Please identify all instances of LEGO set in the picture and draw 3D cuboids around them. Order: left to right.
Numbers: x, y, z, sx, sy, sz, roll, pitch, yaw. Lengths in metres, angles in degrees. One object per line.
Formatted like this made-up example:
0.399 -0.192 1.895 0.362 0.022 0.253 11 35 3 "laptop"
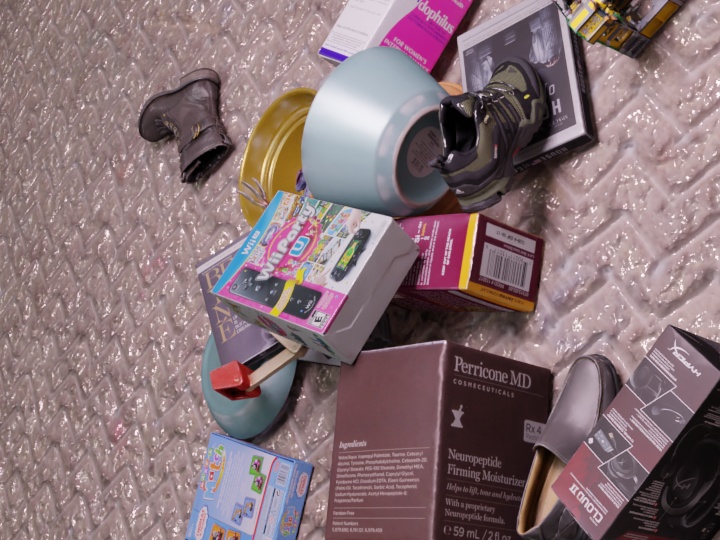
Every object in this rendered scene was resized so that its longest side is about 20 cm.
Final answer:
0.253 -0.322 1.250 0.116 0.153 0.200 -48 48 26 "LEGO set"

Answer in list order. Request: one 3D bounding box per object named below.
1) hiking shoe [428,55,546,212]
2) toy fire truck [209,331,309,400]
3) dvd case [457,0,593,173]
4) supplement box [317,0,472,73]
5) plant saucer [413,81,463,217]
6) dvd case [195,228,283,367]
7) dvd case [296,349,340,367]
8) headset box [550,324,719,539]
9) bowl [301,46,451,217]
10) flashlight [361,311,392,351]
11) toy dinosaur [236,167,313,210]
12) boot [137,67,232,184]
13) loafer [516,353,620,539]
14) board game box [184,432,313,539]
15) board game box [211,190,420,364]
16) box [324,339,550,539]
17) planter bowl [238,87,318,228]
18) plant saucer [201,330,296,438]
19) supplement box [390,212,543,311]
0.134 -0.164 1.273 0.075 0.101 0.201 -8 49 40 "hiking shoe"
-0.098 0.067 1.510 0.199 0.049 0.142 -23 57 17 "toy fire truck"
0.182 -0.209 1.365 0.150 0.025 0.201 -23 58 35 "dvd case"
0.054 -0.321 1.493 0.201 0.101 0.103 -60 34 1 "supplement box"
0.075 -0.138 1.479 0.200 0.037 0.201 -23 59 44 "plant saucer"
-0.140 0.029 1.604 0.148 0.016 0.200 -31 48 12 "dvd case"
-0.051 0.046 1.569 0.200 0.025 0.151 3 79 51 "dvd case"
0.272 0.161 1.043 0.200 0.148 0.077 -58 40 18 "headset box"
0.042 -0.139 1.346 0.105 0.200 0.202 27 97 41 "bowl"
0.000 0.000 1.465 0.068 0.067 0.201 137 127 -58 "flashlight"
-0.064 -0.037 1.474 0.182 0.199 0.105 -62 -2 -11 "toy dinosaur"
-0.281 -0.209 1.903 0.200 0.069 0.175 -34 52 35 "boot"
0.204 0.176 1.178 0.073 0.072 0.201 1 76 51 "loafer"
-0.150 0.305 1.578 0.200 0.036 0.152 8 82 50 "board game box"
-0.052 0.002 1.320 0.200 0.064 0.148 16 68 48 "board game box"
0.081 0.191 1.244 0.164 0.165 0.201 -12 68 48 "box"
-0.072 -0.137 1.616 0.200 0.083 0.201 -20 62 44 "planter bowl"
-0.160 0.124 1.625 0.200 0.036 0.201 -21 61 45 "plant saucer"
0.091 -0.006 1.351 0.200 0.110 0.086 -1 74 49 "supplement box"
